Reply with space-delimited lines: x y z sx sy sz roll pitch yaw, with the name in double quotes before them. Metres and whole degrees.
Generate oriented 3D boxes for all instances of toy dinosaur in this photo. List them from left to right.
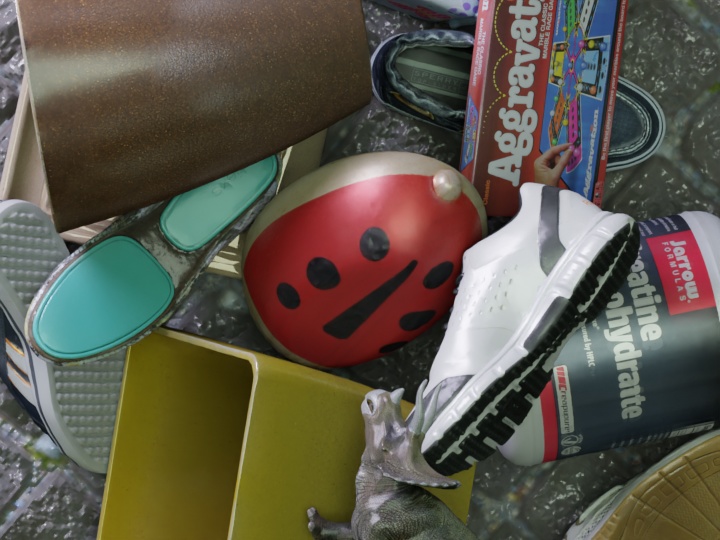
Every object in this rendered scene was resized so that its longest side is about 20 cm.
"toy dinosaur" 0.032 0.169 1.443 0.102 0.077 0.200 -20 114 13

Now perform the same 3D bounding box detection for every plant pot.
"plant pot" -0.099 -0.130 1.505 0.200 0.187 0.187 -9 93 -6
"plant pot" -0.041 0.149 1.559 0.176 0.200 0.200 8 92 -27

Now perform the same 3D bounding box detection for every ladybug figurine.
"ladybug figurine" 0.000 0.000 1.552 0.136 0.200 0.072 24 49 -19

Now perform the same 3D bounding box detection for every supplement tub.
"supplement tub" 0.174 0.040 1.598 0.200 0.140 0.140 -11 93 -4

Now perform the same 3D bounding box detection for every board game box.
"board game box" 0.117 -0.132 1.566 0.103 0.019 0.200 1 101 -30

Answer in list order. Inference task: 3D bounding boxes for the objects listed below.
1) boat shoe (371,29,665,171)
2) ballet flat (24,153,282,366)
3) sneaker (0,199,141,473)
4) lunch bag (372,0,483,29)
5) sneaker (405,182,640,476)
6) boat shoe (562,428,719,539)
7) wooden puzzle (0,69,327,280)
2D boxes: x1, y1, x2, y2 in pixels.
"boat shoe" 0.104 -0.107 1.611 0.200 0.091 0.071 12 91 -5
"ballet flat" -0.130 -0.010 1.570 0.200 0.072 0.072 -43 95 -16
"sneaker" -0.206 0.039 1.603 0.078 0.079 0.200 -41 122 -35
"lunch bag" 0.028 -0.274 1.582 0.169 0.127 0.200 20 87 -11
"sneaker" 0.081 0.035 1.499 0.080 0.074 0.200 35 81 26
"boat shoe" 0.177 0.166 1.633 0.200 0.069 0.071 -40 108 7
"wooden puzzle" -0.121 -0.099 1.623 0.200 0.037 0.185 12 92 -10
